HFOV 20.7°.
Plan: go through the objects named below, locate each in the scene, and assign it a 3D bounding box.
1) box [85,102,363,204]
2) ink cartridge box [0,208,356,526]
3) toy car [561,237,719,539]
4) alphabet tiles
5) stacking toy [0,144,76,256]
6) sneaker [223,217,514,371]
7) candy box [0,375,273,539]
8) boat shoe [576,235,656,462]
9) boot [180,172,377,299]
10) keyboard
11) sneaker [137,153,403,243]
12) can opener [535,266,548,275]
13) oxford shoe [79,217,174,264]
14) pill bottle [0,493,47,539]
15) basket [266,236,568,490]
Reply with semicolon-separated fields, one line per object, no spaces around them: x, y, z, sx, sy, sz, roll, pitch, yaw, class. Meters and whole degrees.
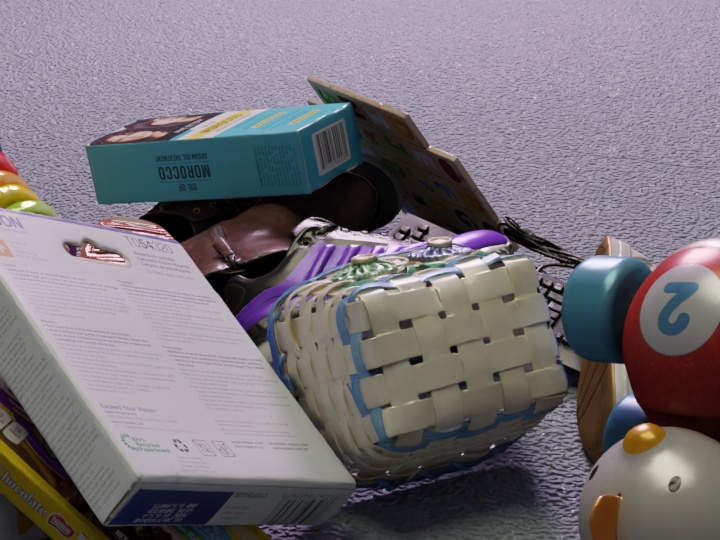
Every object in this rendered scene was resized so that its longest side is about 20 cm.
-0.104;-0.088;1.488;0.199;0.049;0.082;-1;19;32;box
-0.118;0.055;1.074;0.200;0.043;0.196;50;21;28;ink cartridge box
0.169;0.100;1.031;0.184;0.178;0.200;3;32;42;toy car
0.037;-0.075;1.500;0.006;0.167;0.200;-46;36;-13;alphabet tiles
-0.254;-0.016;1.458;0.200;0.117;0.110;29;38;34;stacking toy
0.000;0.000;1.292;0.199;0.070;0.100;-22;60;-12;sneaker
-0.136;0.111;1.040;0.200;0.026;0.102;42;27;1;candy box
0.179;0.051;1.248;0.069;0.071;0.200;18;37;-4;boat shoe
-0.059;-0.012;1.410;0.199;0.073;0.166;-23;12;-13;boot
0.115;0.007;1.353;0.199;0.021;0.127;25;39;15;keyboard
-0.071;-0.040;1.531;0.199;0.075;0.106;-2;24;27;sneaker
0.036;0.023;1.382;0.199;0.079;0.063;-5;-17;-17;can opener
-0.152;0.037;1.279;0.070;0.074;0.200;7;33;-11;oxford shoe
-0.216;0.111;1.088;0.112;0.113;0.200;8;24;23;pill bottle
0.027;0.058;1.191;0.176;0.140;0.200;-12;-11;-26;basket
